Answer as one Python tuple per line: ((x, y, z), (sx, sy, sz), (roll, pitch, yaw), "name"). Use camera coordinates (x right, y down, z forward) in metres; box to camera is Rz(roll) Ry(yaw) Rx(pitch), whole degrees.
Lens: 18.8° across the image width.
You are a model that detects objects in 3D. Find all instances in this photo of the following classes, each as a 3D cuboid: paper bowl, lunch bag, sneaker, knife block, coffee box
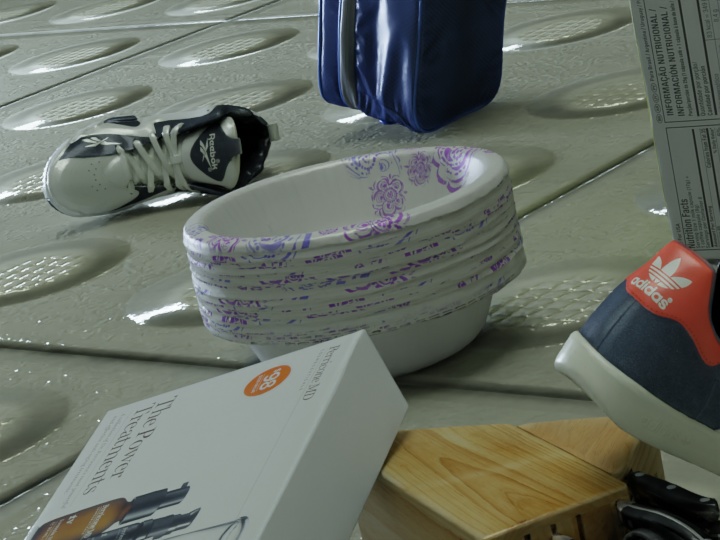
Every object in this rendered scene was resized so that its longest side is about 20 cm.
((0.000, 0.000, 1.304), (0.199, 0.105, 0.201), (-12, 16, 3), "paper bowl")
((0.039, -0.219, 1.883), (0.132, 0.201, 0.136), (22, 32, 33), "lunch bag")
((-0.154, -0.094, 1.790), (0.198, 0.080, 0.129), (-10, 4, -30), "sneaker")
((0.062, 0.124, 0.902), (0.199, 0.064, 0.176), (-5, 17, 24), "knife block")
((0.302, -0.134, 1.359), (0.197, 0.201, 0.200), (-3, 18, 33), "coffee box")
((0.167, 0.043, 0.923), (0.075, 0.085, 0.200), (42, 11, 36), "sneaker")

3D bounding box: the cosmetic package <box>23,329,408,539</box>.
((-0.076, 0.116, 0.938), (0.150, 0.052, 0.200), (-17, 25, 26), "cosmetic package")
